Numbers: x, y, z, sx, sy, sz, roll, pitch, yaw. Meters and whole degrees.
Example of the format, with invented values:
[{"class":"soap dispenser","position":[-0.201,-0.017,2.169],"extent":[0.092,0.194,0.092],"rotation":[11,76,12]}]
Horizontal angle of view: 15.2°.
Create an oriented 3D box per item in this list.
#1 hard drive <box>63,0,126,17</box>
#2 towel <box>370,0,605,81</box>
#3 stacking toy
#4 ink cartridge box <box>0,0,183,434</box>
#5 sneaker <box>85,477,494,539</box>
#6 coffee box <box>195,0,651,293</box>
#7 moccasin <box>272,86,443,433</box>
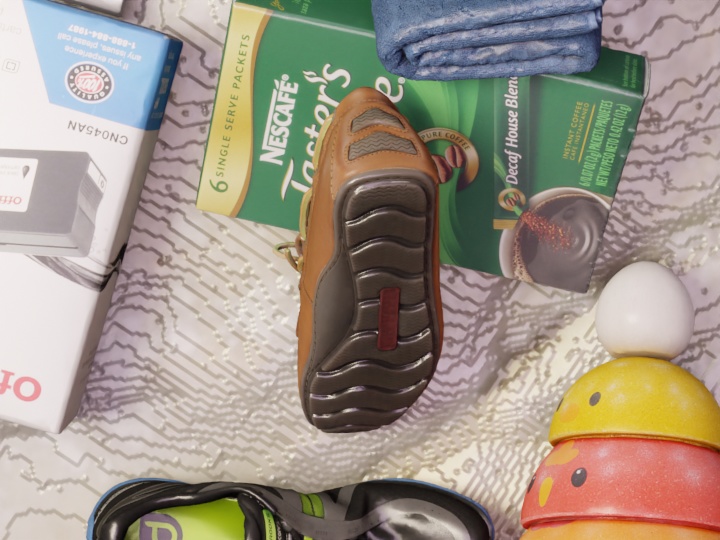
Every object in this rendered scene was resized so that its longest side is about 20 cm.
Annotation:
[{"class":"hard drive","position":[-0.194,-0.214,1.308],"extent":[0.200,0.027,0.132],"rotation":[16,87,-2]},{"class":"towel","position":[0.057,-0.181,1.254],"extent":[0.112,0.049,0.200],"rotation":[-6,59,7]},{"class":"stacking toy","position":[0.132,0.094,1.305],"extent":[0.146,0.146,0.200],"rotation":[3,75,0]},{"class":"ink cartridge box","position":[-0.182,-0.036,1.296],"extent":[0.145,0.084,0.200],"rotation":[16,94,-2]},{"class":"sneaker","position":[-0.035,0.137,1.309],"extent":[0.200,0.083,0.071],"rotation":[3,94,-1]},{"class":"coffee box","position":[0.027,-0.065,1.291],"extent":[0.200,0.044,0.123],"rotation":[14,124,-1]},{"class":"moccasin","position":[-0.002,0.000,1.272],"extent":[0.074,0.078,0.201],"rotation":[-9,137,-5]}]
